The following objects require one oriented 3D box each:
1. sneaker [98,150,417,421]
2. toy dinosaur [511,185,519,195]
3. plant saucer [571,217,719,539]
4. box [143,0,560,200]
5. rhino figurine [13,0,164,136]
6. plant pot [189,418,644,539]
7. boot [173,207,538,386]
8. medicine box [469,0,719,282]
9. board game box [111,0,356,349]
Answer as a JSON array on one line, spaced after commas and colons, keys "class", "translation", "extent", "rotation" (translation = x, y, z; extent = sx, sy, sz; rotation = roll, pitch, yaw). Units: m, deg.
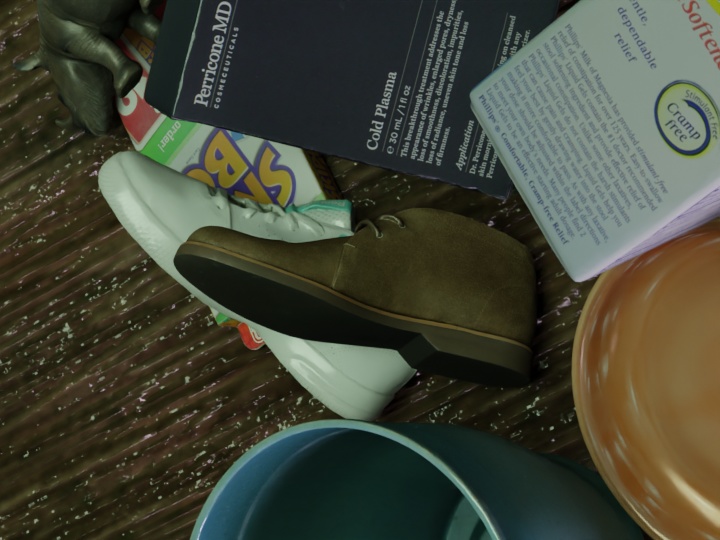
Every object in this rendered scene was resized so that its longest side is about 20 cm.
[{"class": "sneaker", "translation": [-0.045, -0.012, 1.555], "extent": [0.200, 0.075, 0.089], "rotation": [39, 103, -8]}, {"class": "toy dinosaur", "translation": [0.150, -0.043, 1.466], "extent": [0.199, 0.077, 0.103], "rotation": [-8, 76, 26]}, {"class": "plant saucer", "translation": [0.198, 0.062, 1.420], "extent": [0.199, 0.037, 0.201], "rotation": [15, 119, 29]}, {"class": "box", "translation": [0.004, -0.157, 1.487], "extent": [0.181, 0.104, 0.201], "rotation": [14, 95, -15]}, {"class": "rhino figurine", "translation": [-0.143, -0.143, 1.601], "extent": [0.087, 0.060, 0.200], "rotation": [43, 143, 13]}, {"class": "plant pot", "translation": [0.044, 0.166, 1.445], "extent": [0.199, 0.188, 0.201], "rotation": [2, 93, 34]}, {"class": "boot", "translation": [0.000, 0.000, 1.504], "extent": [0.074, 0.199, 0.076], "rotation": [158, 126, -67]}, {"class": "medicine box", "translation": [0.183, -0.103, 1.291], "extent": [0.200, 0.182, 0.103], "rotation": [-38, 79, 42]}, {"class": "board game box", "translation": [-0.073, -0.063, 1.625], "extent": [0.095, 0.030, 0.201], "rotation": [-34, 74, 24]}]
